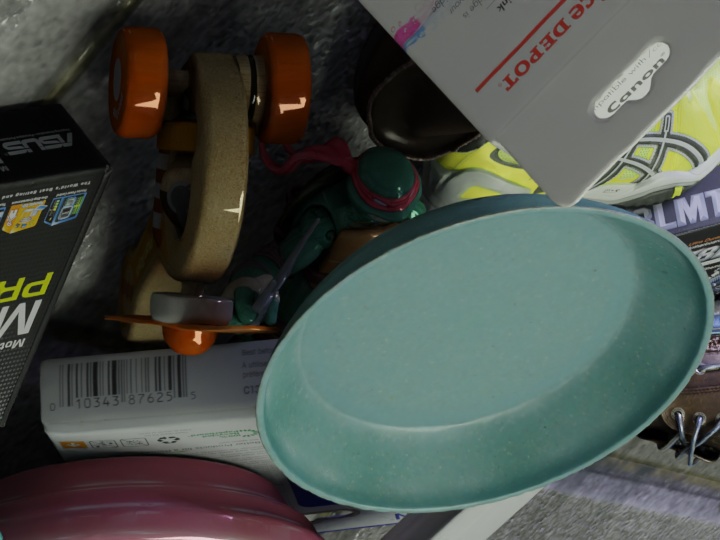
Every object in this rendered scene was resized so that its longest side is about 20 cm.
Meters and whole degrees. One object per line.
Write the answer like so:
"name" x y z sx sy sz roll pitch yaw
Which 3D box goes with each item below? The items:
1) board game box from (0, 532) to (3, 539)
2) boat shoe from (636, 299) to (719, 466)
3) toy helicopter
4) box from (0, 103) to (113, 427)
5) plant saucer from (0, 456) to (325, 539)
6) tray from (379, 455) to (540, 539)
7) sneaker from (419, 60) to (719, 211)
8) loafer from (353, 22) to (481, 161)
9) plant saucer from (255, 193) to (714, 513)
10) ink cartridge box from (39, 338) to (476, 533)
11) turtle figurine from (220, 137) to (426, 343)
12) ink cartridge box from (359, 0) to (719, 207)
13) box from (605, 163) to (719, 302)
"board game box" -0.265 0.131 1.258 0.200 0.045 0.152 -29 163 1
"boat shoe" 0.179 0.061 1.572 0.200 0.072 0.072 -18 156 -14
"toy helicopter" -0.076 -0.011 1.279 0.079 0.132 0.200 1 156 -15
"box" -0.214 0.015 1.221 0.200 0.044 0.160 -11 140 -41
"plant saucer" -0.112 0.134 1.413 0.200 0.051 0.201 -3 158 -1
"tray" 0.021 0.140 1.414 0.200 0.022 0.107 -45 164 24
"sneaker" 0.120 -0.074 1.461 0.200 0.075 0.076 -26 149 -27
"loafer" 0.061 -0.094 1.307 0.073 0.071 0.200 17 148 -27
"plant saucer" 0.049 0.029 1.255 0.200 0.036 0.200 -11 141 -9
"ink cartridge box" -0.037 0.081 1.419 0.198 0.047 0.200 -7 161 3
"turtle figurine" 0.000 0.000 1.393 0.150 0.101 0.200 1 154 -14
"ink cartridge box" 0.072 -0.119 1.210 0.116 0.200 0.067 -45 151 10
"box" 0.180 0.000 1.594 0.200 0.050 0.199 -15 154 -20
